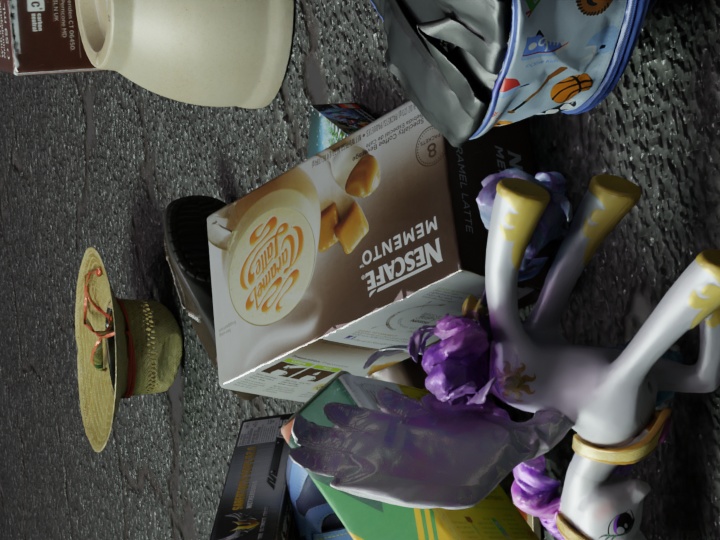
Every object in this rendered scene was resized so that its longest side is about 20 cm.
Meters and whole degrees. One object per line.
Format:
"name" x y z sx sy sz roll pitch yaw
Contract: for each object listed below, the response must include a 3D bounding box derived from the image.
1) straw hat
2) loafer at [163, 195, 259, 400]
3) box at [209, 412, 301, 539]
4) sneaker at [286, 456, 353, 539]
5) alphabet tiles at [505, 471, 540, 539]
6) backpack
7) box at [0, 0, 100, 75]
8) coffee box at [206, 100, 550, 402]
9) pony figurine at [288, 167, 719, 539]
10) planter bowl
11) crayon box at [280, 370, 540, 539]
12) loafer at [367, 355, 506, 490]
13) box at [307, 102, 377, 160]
"straw hat" -0.219 0.074 1.716 0.201 0.085 0.202 179 90 -69
"loafer" -0.122 0.025 1.471 0.071 0.073 0.201 114 142 -49
"box" -0.060 0.217 1.264 0.200 0.048 0.159 -80 -19 -67
"sneaker" -0.002 0.204 1.205 0.082 0.074 0.201 -108 5 -71
"alphabet tiles" 0.066 0.135 1.129 0.200 0.008 0.168 -158 63 -65
"backpack" 0.066 -0.164 0.845 0.200 0.153 0.191 98 159 -60
"box" -0.263 -0.270 1.611 0.200 0.164 0.167 -158 63 -65
"coffee box" 0.006 -0.010 1.013 0.200 0.080 0.115 -26 62 40
"pony figurine" 0.084 0.052 0.849 0.167 0.192 0.201 -45 -28 -60
"planter bowl" -0.149 -0.222 1.384 0.200 0.134 0.201 172 90 -68
"crayon box" 0.053 0.151 0.946 0.051 0.127 0.200 -42 67 13
"loafer" 0.036 0.074 1.077 0.073 0.071 0.201 129 135 -56
"box" 0.000 0.000 1.197 0.137 0.038 0.201 -135 45 -61
